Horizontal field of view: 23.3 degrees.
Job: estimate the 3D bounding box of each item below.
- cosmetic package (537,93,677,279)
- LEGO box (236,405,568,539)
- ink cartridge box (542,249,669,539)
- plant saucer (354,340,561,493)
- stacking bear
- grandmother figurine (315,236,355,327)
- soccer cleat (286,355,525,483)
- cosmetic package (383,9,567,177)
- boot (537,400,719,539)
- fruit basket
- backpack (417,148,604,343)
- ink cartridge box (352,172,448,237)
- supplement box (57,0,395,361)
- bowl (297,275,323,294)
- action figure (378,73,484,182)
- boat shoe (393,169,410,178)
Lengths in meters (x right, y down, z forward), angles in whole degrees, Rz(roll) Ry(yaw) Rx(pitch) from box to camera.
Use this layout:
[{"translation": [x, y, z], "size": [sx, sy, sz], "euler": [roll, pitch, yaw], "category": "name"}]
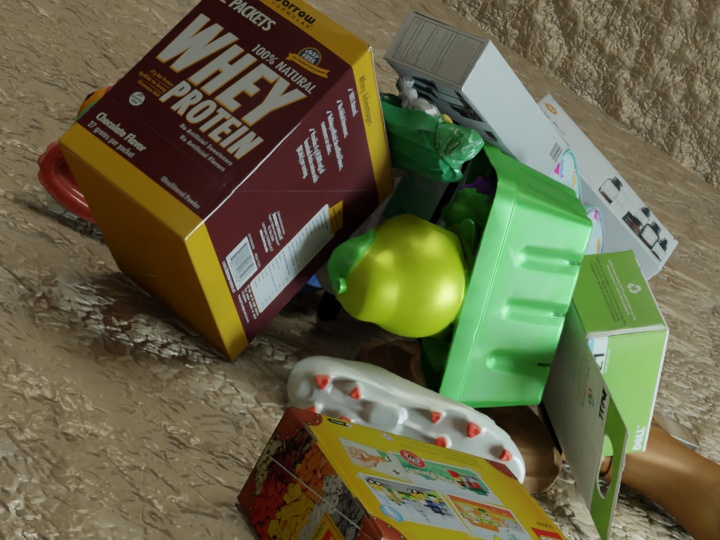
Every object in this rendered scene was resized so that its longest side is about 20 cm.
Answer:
[{"translation": [0.226, -0.078, 1.729], "size": [0.200, 0.051, 0.083], "euler": [49, 27, 0], "category": "cosmetic package"}, {"translation": [0.041, 0.178, 1.136], "size": [0.199, 0.078, 0.149], "euler": [19, 20, -35], "category": "LEGO box"}, {"translation": [0.212, 0.106, 1.442], "size": [0.075, 0.149, 0.201], "euler": [-7, 43, -10], "category": "ink cartridge box"}, {"translation": [0.086, 0.117, 1.487], "size": [0.199, 0.033, 0.201], "euler": [27, 15, -8], "category": "plant saucer"}, {"translation": [-0.208, -0.109, 1.524], "size": [0.114, 0.121, 0.200], "euler": [46, 3, -17], "category": "stacking bear"}, {"translation": [0.000, 0.000, 1.522], "size": [0.060, 0.122, 0.200], "euler": [33, 3, 11], "category": "grandmother figurine"}, {"translation": [0.037, 0.114, 1.351], "size": [0.198, 0.070, 0.078], "euler": [25, 13, -8], "category": "soccer cleat"}, {"translation": [0.097, -0.137, 1.443], "size": [0.082, 0.051, 0.200], "euler": [28, -7, 32], "category": "cosmetic package"}, {"translation": [0.244, 0.175, 1.536], "size": [0.153, 0.074, 0.200], "euler": [18, 16, -22], "category": "boot"}, {"translation": [0.067, 0.004, 1.396], "size": [0.214, 0.217, 0.156], "euler": [26, 16, -12], "category": "fruit basket"}, {"translation": [0.140, -0.022, 1.589], "size": [0.152, 0.202, 0.176], "euler": [12, -23, 20], "category": "backpack"}, {"translation": [0.099, -0.036, 1.733], "size": [0.198, 0.162, 0.050], "euler": [22, 14, -24], "category": "ink cartridge box"}, {"translation": [-0.093, -0.080, 1.325], "size": [0.132, 0.200, 0.198], "euler": [36, -19, 23], "category": "supplement box"}, {"translation": [-0.086, -0.069, 1.566], "size": [0.201, 0.039, 0.202], "euler": [50, 25, -33], "category": "bowl"}, {"translation": [0.034, -0.113, 1.377], "size": [0.200, 0.055, 0.119], "euler": [29, -26, 56], "category": "action figure"}, {"translation": [0.031, -0.121, 1.620], "size": [0.197, 0.069, 0.075], "euler": [1, 9, -8], "category": "boat shoe"}]
